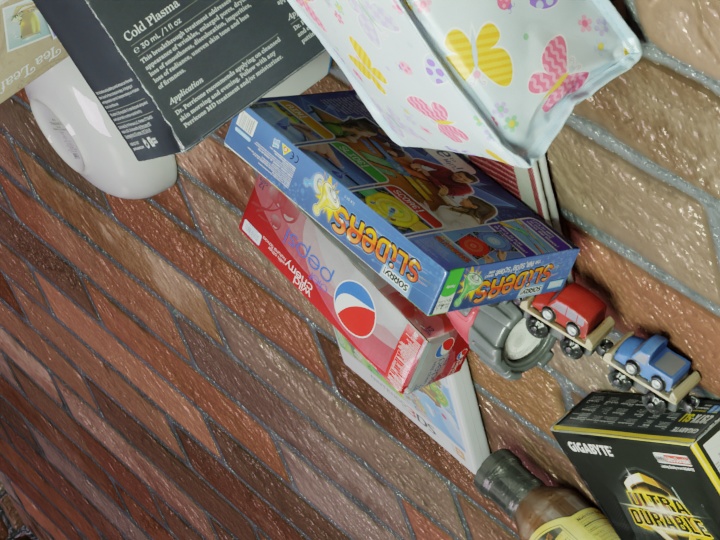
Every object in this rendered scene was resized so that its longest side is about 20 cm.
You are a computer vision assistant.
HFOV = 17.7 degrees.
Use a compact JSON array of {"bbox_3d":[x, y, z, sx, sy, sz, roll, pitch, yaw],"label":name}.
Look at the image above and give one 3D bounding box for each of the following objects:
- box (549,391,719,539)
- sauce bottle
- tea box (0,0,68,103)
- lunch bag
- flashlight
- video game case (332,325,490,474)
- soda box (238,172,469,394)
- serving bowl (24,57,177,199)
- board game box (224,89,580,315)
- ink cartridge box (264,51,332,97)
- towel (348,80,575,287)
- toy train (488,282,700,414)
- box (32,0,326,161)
[{"bbox_3d":[0.226,0.161,1.551,0.160,0.049,0.200,56,162,-13],"label":"box"},{"bbox_3d":[0.166,0.212,1.764,0.200,0.065,0.065,40,158,34],"label":"sauce bottle"},{"bbox_3d":[-0.274,-0.260,1.766,0.196,0.200,0.134,36,155,39],"label":"tea box"},{"bbox_3d":[0.038,-0.169,1.291,0.200,0.127,0.169,49,166,-20],"label":"lunch bag"},{"bbox_3d":[0.062,-0.001,1.641,0.200,0.068,0.068,42,150,42],"label":"flashlight"},{"bbox_3d":[0.028,0.055,1.883,0.182,0.022,0.201,39,157,37],"label":"video game case"},{"bbox_3d":[0.000,0.000,1.748,0.200,0.070,0.064,46,134,24],"label":"soda box"},{"bbox_3d":[-0.256,-0.143,2.150,0.200,0.066,0.200,46,161,20],"label":"serving bowl"},{"bbox_3d":[0.026,-0.048,1.475,0.200,0.135,0.035,41,122,32],"label":"board game box"},{"bbox_3d":[-0.108,-0.219,1.615,0.200,0.084,0.145,49,162,13],"label":"ink cartridge box"},{"bbox_3d":[0.065,-0.078,1.554,0.200,0.023,0.145,33,151,43],"label":"towel"},{"bbox_3d":[0.139,0.030,1.505,0.199,0.034,0.046,34,136,22],"label":"toy train"},{"bbox_3d":[-0.098,-0.200,1.443,0.183,0.200,0.104,57,162,-12],"label":"box"}]
